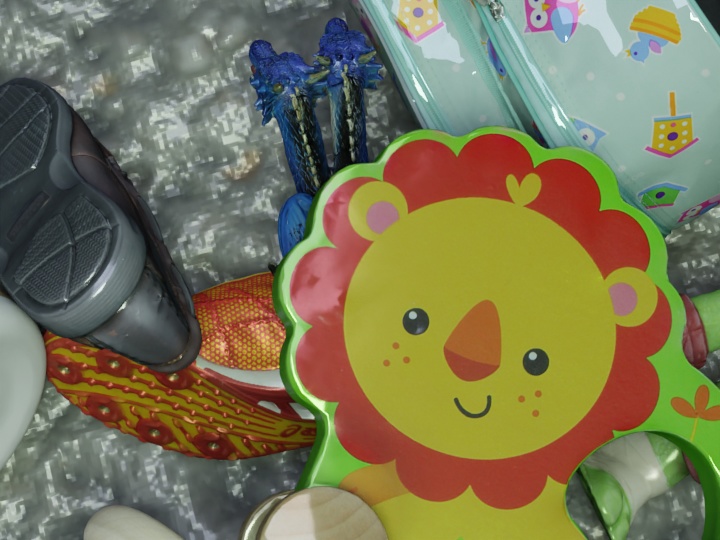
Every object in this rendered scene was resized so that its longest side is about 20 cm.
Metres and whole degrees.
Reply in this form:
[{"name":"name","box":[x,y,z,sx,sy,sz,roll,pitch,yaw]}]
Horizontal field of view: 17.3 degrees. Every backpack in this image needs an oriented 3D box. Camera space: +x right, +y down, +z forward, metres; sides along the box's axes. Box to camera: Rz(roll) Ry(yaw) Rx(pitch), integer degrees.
[{"name":"backpack","box":[0.085,-0.105,0.947,0.153,0.176,0.200,-39,71,9]}]

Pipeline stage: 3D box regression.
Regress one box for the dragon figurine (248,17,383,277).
[{"name":"dragon figurine","box":[0.000,0.000,0.887,0.059,0.100,0.200,-13,58,-6]}]

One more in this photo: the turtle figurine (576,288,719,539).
[{"name":"turtle figurine","box":[0.177,0.046,0.898,0.194,0.144,0.200,-22,66,-1]}]

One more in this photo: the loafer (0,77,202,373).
[{"name":"loafer","box":[-0.118,-0.015,0.962,0.072,0.063,0.200,-46,32,4]}]

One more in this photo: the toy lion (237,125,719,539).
[{"name":"toy lion","box":[0.056,0.053,0.835,0.200,0.069,0.192,25,82,-5]}]

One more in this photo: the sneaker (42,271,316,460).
[{"name":"sneaker","box":[-0.031,0.032,0.973,0.200,0.073,0.077,1,48,2]}]

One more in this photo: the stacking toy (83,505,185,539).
[{"name":"stacking toy","box":[-0.121,0.180,0.826,0.085,0.085,0.200,36,70,16]}]

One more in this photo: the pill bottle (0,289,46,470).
[{"name":"pill bottle","box":[-0.233,0.012,0.959,0.200,0.116,0.116,36,77,24]}]
